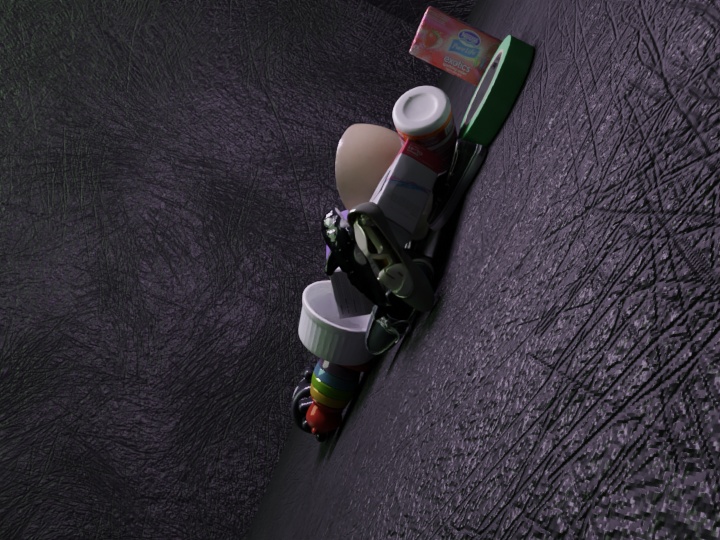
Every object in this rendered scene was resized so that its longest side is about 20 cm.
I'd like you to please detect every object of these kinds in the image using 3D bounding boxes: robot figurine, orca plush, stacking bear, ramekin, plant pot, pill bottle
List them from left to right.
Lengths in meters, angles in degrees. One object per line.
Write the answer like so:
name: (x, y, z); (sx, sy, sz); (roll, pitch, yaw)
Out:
robot figurine: (-0.112, 0.331, 1.480); (0.151, 0.124, 0.200); (-63, 4, 3)
stacking bear: (-0.061, 0.269, 1.323); (0.121, 0.113, 0.202); (-84, 14, -80)
ramekin: (-0.038, 0.114, 1.274); (0.201, 0.198, 0.099); (-73, 1, -64)
orca plush: (-0.024, -0.004, 0.988); (0.071, 0.201, 0.105); (-28, 2, -5)
plant pot: (0.056, -0.215, 1.273); (0.200, 0.133, 0.203); (-13, -75, -58)
pill bottle: (0.136, -0.250, 1.156); (0.110, 0.109, 0.200); (-67, -26, -20)

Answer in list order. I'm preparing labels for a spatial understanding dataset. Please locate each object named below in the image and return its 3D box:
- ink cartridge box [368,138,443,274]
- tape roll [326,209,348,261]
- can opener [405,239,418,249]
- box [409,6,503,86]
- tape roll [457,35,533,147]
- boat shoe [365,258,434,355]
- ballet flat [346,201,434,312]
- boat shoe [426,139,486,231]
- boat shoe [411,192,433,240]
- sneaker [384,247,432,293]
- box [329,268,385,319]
ink cartridge box: (0.061, -0.116, 1.077); (0.148, 0.085, 0.201); (-52, 8, 53)
tape roll: (0.014, -0.064, 1.461); (0.201, 0.198, 0.086); (-70, -12, -48)
can opener: (0.091, -0.031, 1.360); (0.053, 0.066, 0.202); (113, 174, -64)
box: (0.208, -0.450, 1.211); (0.103, 0.198, 0.095); (-71, 6, -64)
tape roll: (0.242, -0.319, 1.076); (0.200, 0.048, 0.202); (-156, 90, -86)
boat shoe: (0.062, 0.072, 1.022); (0.201, 0.075, 0.062); (-55, -4, 23)
ballet flat: (0.040, -0.015, 0.925); (0.063, 0.201, 0.067); (-21, -14, -43)
boat shoe: (0.164, -0.159, 1.100); (0.069, 0.056, 0.201); (-70, 5, -47)
boat shoe: (0.136, -0.133, 1.250); (0.200, 0.074, 0.063); (109, 177, -66)
sneaker: (0.084, 0.018, 1.114); (0.200, 0.069, 0.091); (106, -178, -81)
box: (0.000, 0.000, 1.249); (0.200, 0.100, 0.114); (-85, -16, -64)
